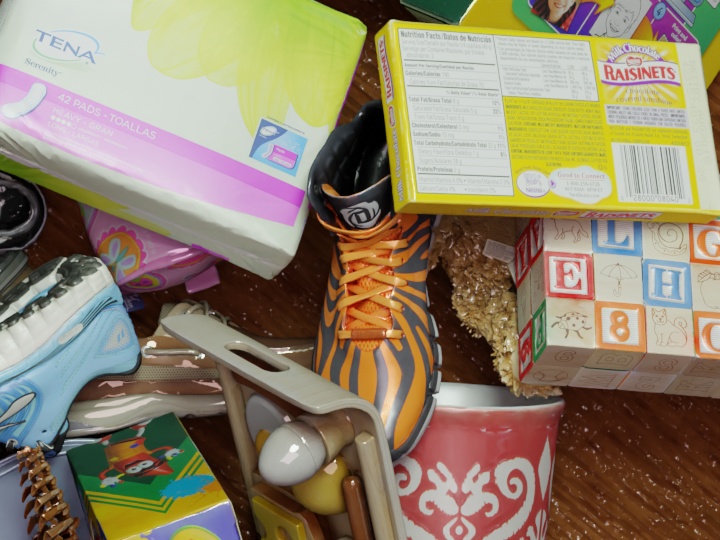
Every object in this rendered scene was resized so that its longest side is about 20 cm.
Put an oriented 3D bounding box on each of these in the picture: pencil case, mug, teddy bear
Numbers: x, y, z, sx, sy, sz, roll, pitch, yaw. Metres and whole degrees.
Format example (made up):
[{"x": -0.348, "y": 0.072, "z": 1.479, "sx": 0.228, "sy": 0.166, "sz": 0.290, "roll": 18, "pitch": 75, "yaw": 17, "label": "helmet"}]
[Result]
[{"x": -0.135, "y": -0.083, "z": 1.408, "sx": 0.087, "sy": 0.087, "sz": 0.201, "roll": -20, "pitch": 82, "yaw": -4, "label": "pencil case"}, {"x": 0.035, "y": 0.169, "z": 1.424, "sx": 0.133, "sy": 0.177, "sz": 0.201, "roll": 0, "pitch": 94, "yaw": -40, "label": "mug"}, {"x": 0.078, "y": -0.013, "z": 1.425, "sx": 0.200, "sy": 0.067, "sz": 0.145, "roll": 41, "pitch": 66, "yaw": 9, "label": "teddy bear"}]

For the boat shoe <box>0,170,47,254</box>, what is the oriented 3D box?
[{"x": -0.285, "y": -0.042, "z": 1.414, "sx": 0.198, "sy": 0.068, "sz": 0.074, "roll": 12, "pitch": 88, "yaw": -3, "label": "boat shoe"}]

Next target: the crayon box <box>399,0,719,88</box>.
[{"x": 0.140, "y": -0.169, "z": 1.398, "sx": 0.200, "sy": 0.058, "sz": 0.173, "roll": 38, "pitch": 84, "yaw": -43, "label": "crayon box"}]

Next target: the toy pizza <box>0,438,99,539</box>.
[{"x": -0.166, "y": 0.195, "z": 1.424, "sx": 0.199, "sy": 0.032, "sz": 0.202, "roll": -2, "pitch": 101, "yaw": -11, "label": "toy pizza"}]

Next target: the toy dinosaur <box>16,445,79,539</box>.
[{"x": -0.197, "y": 0.201, "z": 1.368, "sx": 0.135, "sy": 0.102, "sz": 0.201, "roll": -6, "pitch": 89, "yaw": -35, "label": "toy dinosaur"}]

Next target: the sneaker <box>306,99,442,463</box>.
[{"x": 0.000, "y": 0.000, "z": 1.318, "sx": 0.077, "sy": 0.112, "sz": 0.201, "roll": -3, "pitch": 68, "yaw": 13, "label": "sneaker"}]

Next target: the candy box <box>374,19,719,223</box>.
[{"x": 0.105, "y": -0.079, "z": 1.311, "sx": 0.199, "sy": 0.026, "sz": 0.103, "roll": 2, "pitch": 71, "yaw": -27, "label": "candy box"}]

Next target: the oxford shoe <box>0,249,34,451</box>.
[{"x": -0.237, "y": 0.081, "z": 1.420, "sx": 0.084, "sy": 0.073, "sz": 0.201, "roll": 30, "pitch": 95, "yaw": -11, "label": "oxford shoe"}]

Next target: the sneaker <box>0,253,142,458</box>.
[{"x": -0.206, "y": 0.082, "z": 1.354, "sx": 0.200, "sy": 0.078, "sz": 0.090, "roll": -36, "pitch": 112, "yaw": -6, "label": "sneaker"}]

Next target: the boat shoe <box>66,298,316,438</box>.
[{"x": -0.100, "y": 0.052, "z": 1.424, "sx": 0.199, "sy": 0.076, "sz": 0.072, "roll": -8, "pitch": 87, "yaw": -6, "label": "boat shoe"}]

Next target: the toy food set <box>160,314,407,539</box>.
[{"x": -0.043, "y": 0.129, "z": 1.328, "sx": 0.060, "sy": 0.143, "sz": 0.201, "roll": -30, "pitch": 125, "yaw": -30, "label": "toy food set"}]

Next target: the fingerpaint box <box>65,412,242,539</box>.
[{"x": -0.094, "y": 0.202, "z": 1.334, "sx": 0.073, "sy": 0.167, "sz": 0.201, "roll": -19, "pitch": 107, "yaw": -10, "label": "fingerpaint box"}]

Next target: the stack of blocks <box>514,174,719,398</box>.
[{"x": 0.191, "y": 0.008, "z": 1.369, "sx": 0.199, "sy": 0.059, "sz": 0.116, "roll": 6, "pitch": 65, "yaw": -10, "label": "stack of blocks"}]

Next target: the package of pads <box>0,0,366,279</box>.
[{"x": -0.108, "y": -0.106, "z": 1.339, "sx": 0.199, "sy": 0.068, "sz": 0.155, "roll": 22, "pitch": 70, "yaw": -11, "label": "package of pads"}]
